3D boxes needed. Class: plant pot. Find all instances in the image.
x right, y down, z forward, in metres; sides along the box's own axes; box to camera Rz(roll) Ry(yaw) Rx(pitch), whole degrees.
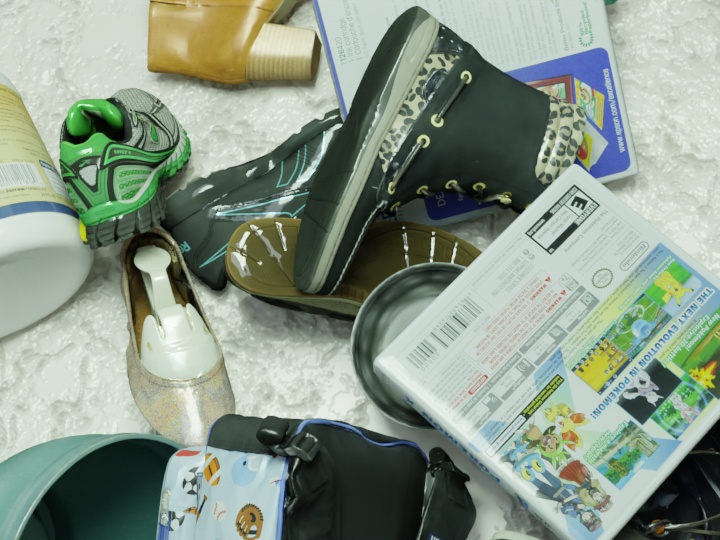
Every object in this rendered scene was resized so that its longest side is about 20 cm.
[{"bbox_3d":[-0.199,0.198,0.971,0.134,0.200,0.201,3,67,36],"label":"plant pot"}]

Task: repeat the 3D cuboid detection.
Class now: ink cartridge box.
[{"bbox_3d":[0.082,-0.140,1.072,0.200,0.047,0.198,-14,108,2],"label":"ink cartridge box"}]

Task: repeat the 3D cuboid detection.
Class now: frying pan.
[{"bbox_3d":[0.081,0.071,0.998,0.190,0.031,0.115,33,84,17],"label":"frying pan"}]

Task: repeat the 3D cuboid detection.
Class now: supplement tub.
[{"bbox_3d":[-0.295,-0.062,1.094,0.144,0.144,0.200,-28,68,-4],"label":"supplement tub"}]

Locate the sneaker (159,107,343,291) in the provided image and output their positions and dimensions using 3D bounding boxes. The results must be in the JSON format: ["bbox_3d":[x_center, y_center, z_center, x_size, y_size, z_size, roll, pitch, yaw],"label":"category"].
[{"bbox_3d":[-0.047,-0.057,1.109,0.200,0.075,0.079,-28,83,2],"label":"sneaker"}]

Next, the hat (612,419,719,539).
[{"bbox_3d":[0.199,0.135,0.983,0.200,0.081,0.201,2,63,-3],"label":"hat"}]

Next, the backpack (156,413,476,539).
[{"bbox_3d":[-0.041,0.194,0.944,0.154,0.200,0.191,-9,71,37],"label":"backpack"}]

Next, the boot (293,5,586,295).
[{"bbox_3d":[0.055,-0.056,1.015,0.154,0.073,0.204,24,89,-20],"label":"boot"}]

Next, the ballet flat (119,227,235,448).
[{"bbox_3d":[-0.134,0.039,1.033,0.068,0.067,0.200,-12,40,-16],"label":"ballet flat"}]

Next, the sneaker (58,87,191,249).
[{"bbox_3d":[-0.172,-0.095,1.085,0.078,0.085,0.200,-16,25,3],"label":"sneaker"}]

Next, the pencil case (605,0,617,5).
[{"bbox_3d":[0.094,-0.201,1.129,0.200,0.088,0.088,-23,68,-3],"label":"pencil case"}]

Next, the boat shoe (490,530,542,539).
[{"bbox_3d":[0.155,0.244,0.955,0.199,0.075,0.066,35,65,9],"label":"boat shoe"}]

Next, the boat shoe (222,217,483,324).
[{"bbox_3d":[0.000,0.000,1.065,0.200,0.065,0.073,11,82,-14],"label":"boat shoe"}]

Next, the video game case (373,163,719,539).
[{"bbox_3d":[0.141,0.053,0.956,0.182,0.022,0.200,41,71,16],"label":"video game case"}]

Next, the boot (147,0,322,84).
[{"bbox_3d":[-0.092,-0.242,1.174,0.144,0.071,0.201,8,75,7],"label":"boot"}]
